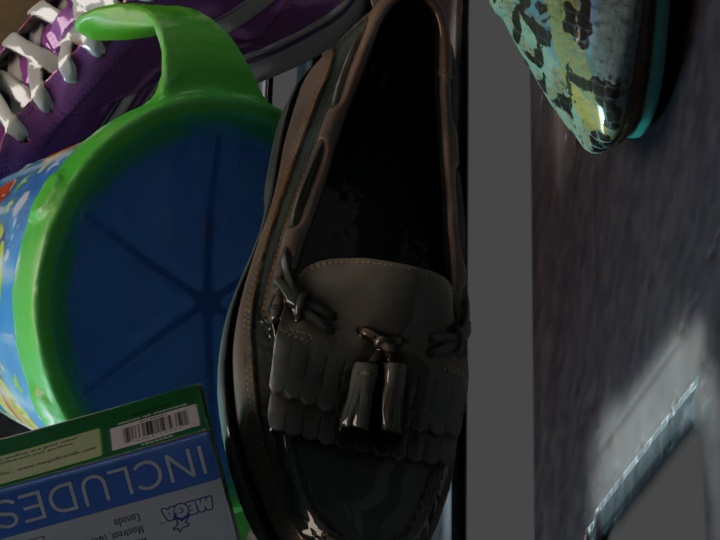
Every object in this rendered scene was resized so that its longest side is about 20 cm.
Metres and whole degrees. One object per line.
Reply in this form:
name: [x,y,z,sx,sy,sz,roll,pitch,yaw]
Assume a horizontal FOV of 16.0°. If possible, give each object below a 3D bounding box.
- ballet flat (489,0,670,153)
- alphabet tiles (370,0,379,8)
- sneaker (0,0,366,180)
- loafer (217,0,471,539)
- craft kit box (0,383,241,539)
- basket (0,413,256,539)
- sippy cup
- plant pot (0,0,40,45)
ballet flat: [0.043,-0.128,0.617,0.074,0.074,0.202,135,141,-73]
alphabet tiles: [-0.015,-0.197,0.926,0.200,0.014,0.197,-101,-4,-59]
sneaker: [-0.098,-0.098,0.939,0.073,0.200,0.115,51,170,31]
loafer: [0.000,0.000,0.761,0.063,0.071,0.201,119,159,-48]
craft kit box: [-0.114,0.152,0.741,0.049,0.198,0.199,-116,12,-72]
basket: [-0.123,0.055,1.027,0.161,0.196,0.202,113,161,-62]
sippy cup: [-0.078,0.010,0.883,0.130,0.139,0.179,0,55,58]
plant pot: [-0.081,-0.163,1.058,0.134,0.200,0.202,-7,72,42]
